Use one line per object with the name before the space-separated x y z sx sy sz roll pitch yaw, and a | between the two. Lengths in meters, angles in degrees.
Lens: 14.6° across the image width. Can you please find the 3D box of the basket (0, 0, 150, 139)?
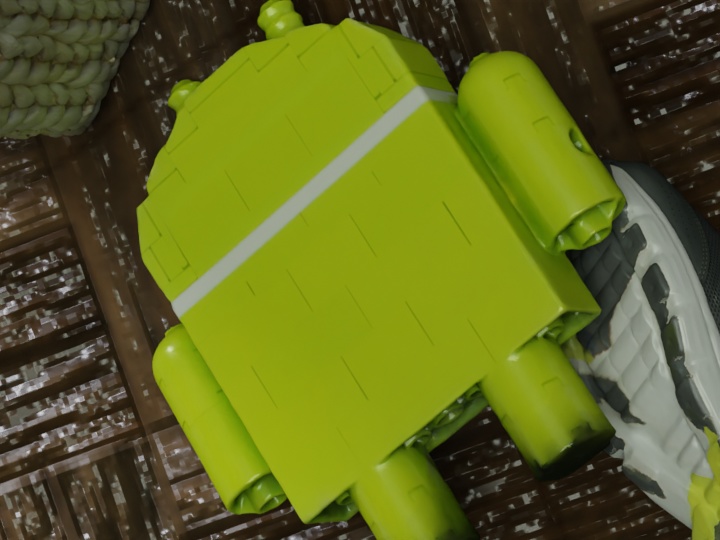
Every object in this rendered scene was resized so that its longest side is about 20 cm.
basket | -0.160 -0.148 0.920 0.198 0.200 0.161 26 98 8

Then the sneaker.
sneaker | 0.134 0.049 0.947 0.201 0.084 0.075 63 144 18

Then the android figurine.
android figurine | 0.000 0.000 0.955 0.182 0.041 0.200 -42 67 21
